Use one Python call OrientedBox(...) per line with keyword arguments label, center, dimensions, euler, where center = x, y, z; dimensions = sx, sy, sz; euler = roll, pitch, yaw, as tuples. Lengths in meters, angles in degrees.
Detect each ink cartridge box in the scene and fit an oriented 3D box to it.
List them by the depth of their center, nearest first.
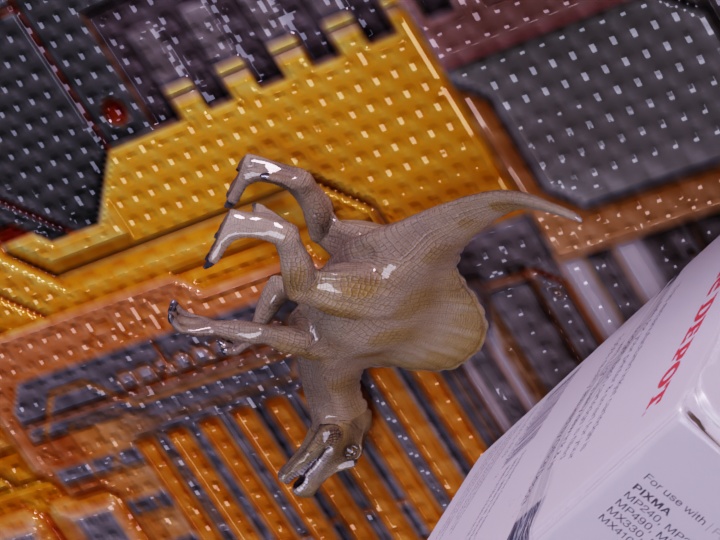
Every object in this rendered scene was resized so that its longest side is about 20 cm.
OrientedBox(label="ink cartridge box", center=(0.094, 0.074, 0.850), dimensions=(0.084, 0.145, 0.200), euler=(39, 133, -4))

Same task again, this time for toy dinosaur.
OrientedBox(label="toy dinosaur", center=(0.000, 0.000, 0.923), dimensions=(0.101, 0.058, 0.200), euler=(25, 141, -9))
